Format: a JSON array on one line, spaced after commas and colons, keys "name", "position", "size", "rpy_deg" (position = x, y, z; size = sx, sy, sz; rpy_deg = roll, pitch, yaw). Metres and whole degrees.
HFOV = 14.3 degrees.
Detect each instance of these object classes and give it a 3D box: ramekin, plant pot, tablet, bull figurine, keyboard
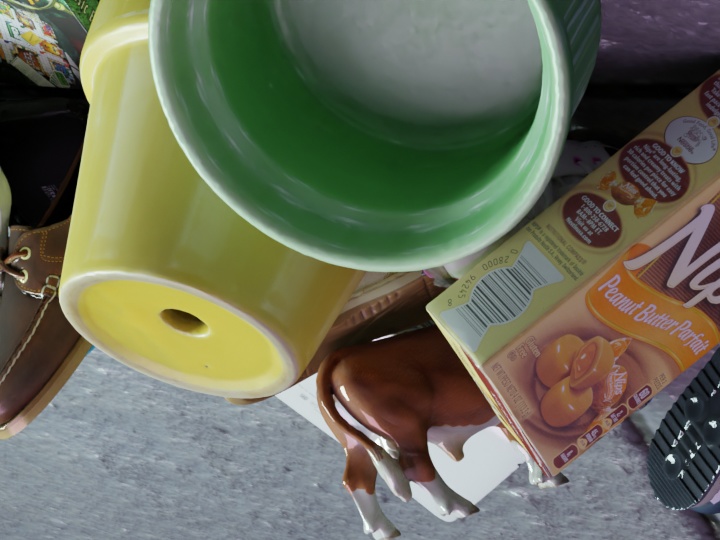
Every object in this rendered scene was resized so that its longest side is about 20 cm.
[{"name": "ramekin", "position": [0.013, -0.109, 1.308], "size": [0.200, 0.098, 0.200], "rpy_deg": [10, 120, 18]}, {"name": "plant pot", "position": [-0.062, -0.046, 1.469], "size": [0.200, 0.189, 0.201], "rpy_deg": [15, 154, 8]}, {"name": "tablet", "position": [-0.001, 0.068, 1.679], "size": [0.200, 0.014, 0.130], "rpy_deg": [36, 146, -4]}, {"name": "bull figurine", "position": [0.066, 0.069, 1.587], "size": [0.200, 0.122, 0.065], "rpy_deg": [-15, 176, -28]}, {"name": "keyboard", "position": [-0.181, -0.058, 1.703], "size": [0.104, 0.040, 0.200], "rpy_deg": [-8, 152, 11]}]

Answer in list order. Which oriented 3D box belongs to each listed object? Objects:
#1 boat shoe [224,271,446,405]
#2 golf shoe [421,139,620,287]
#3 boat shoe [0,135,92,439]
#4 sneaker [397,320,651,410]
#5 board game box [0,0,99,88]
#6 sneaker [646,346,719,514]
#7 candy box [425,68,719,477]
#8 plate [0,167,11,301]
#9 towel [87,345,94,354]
[{"name": "boat shoe", "position": [0.000, 0.000, 1.576], "size": [0.069, 0.200, 0.074], "rpy_deg": [58, 162, 19]}, {"name": "golf shoe", "position": [0.090, -0.039, 1.445], "size": [0.092, 0.073, 0.200], "rpy_deg": [-17, 177, 32]}, {"name": "boat shoe", "position": [-0.165, -0.006, 1.573], "size": [0.070, 0.200, 0.070], "rpy_deg": [39, 161, -28]}, {"name": "sneaker", "position": [0.074, 0.059, 1.704], "size": [0.200, 0.085, 0.077], "rpy_deg": [16, 155, 7]}, {"name": "board game box", "position": [-0.202, -0.161, 1.532], "size": [0.105, 0.023, 0.200], "rpy_deg": [8, 153, 27]}, {"name": "sneaker", "position": [0.241, 0.057, 1.556], "size": [0.082, 0.070, 0.200], "rpy_deg": [11, 132, -39]}, {"name": "candy box", "position": [0.140, -0.001, 1.418], "size": [0.055, 0.200, 0.115], "rpy_deg": [50, 177, 38]}, {"name": "plate", "position": [-0.259, -0.060, 1.654], "size": [0.200, 0.032, 0.200], "rpy_deg": [48, 153, 20]}, {"name": "towel", "position": [-0.148, 0.023, 1.675], "size": [0.022, 0.147, 0.200], "rpy_deg": [49, 134, -8]}]
